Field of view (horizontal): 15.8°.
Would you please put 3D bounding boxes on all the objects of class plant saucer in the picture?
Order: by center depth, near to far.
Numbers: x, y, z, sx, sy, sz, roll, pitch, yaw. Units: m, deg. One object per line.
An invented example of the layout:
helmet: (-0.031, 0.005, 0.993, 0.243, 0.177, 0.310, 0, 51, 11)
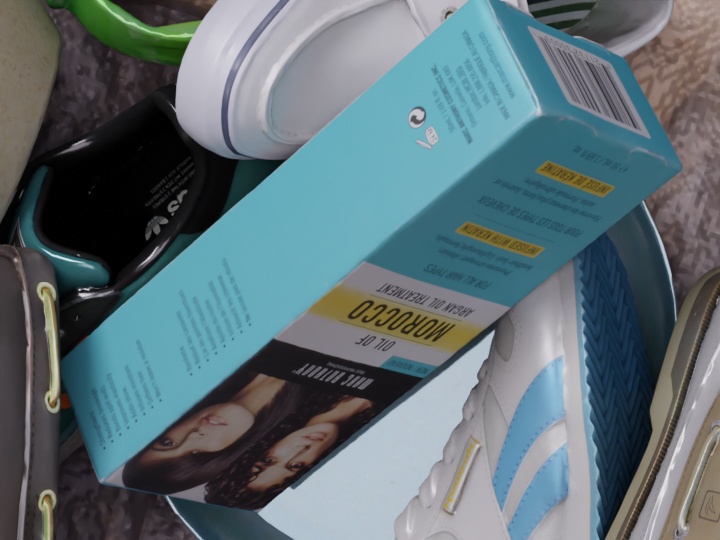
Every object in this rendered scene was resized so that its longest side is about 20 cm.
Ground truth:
plant saucer: (0.013, 0.024, 0.919, 0.199, 0.027, 0.202, 0, 91, 6)

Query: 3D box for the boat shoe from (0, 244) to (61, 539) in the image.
boat shoe: (-0.120, 0.092, 0.818, 0.060, 0.072, 0.203, -3, 93, -33)

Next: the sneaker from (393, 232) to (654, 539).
sneaker: (0.052, 0.075, 0.865, 0.080, 0.076, 0.202, 0, 83, 24)

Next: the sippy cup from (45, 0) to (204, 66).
sippy cup: (-0.056, -0.167, 0.881, 0.129, 0.140, 0.179, -12, 108, -9)

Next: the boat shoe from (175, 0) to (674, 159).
boat shoe: (0.029, -0.081, 0.846, 0.067, 0.200, 0.074, 28, 130, 32)

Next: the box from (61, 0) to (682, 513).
box: (0.000, 0.000, 0.830, 0.200, 0.082, 0.049, -40, 57, 26)

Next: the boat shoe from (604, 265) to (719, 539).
boat shoe: (0.121, 0.088, 0.807, 0.074, 0.068, 0.201, 19, 72, -27)

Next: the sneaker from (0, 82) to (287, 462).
sneaker: (-0.106, 0.005, 0.883, 0.200, 0.080, 0.071, -46, 68, 16)

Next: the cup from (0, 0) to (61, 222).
cup: (-0.184, -0.062, 0.861, 0.143, 0.200, 0.201, 23, 91, -16)
